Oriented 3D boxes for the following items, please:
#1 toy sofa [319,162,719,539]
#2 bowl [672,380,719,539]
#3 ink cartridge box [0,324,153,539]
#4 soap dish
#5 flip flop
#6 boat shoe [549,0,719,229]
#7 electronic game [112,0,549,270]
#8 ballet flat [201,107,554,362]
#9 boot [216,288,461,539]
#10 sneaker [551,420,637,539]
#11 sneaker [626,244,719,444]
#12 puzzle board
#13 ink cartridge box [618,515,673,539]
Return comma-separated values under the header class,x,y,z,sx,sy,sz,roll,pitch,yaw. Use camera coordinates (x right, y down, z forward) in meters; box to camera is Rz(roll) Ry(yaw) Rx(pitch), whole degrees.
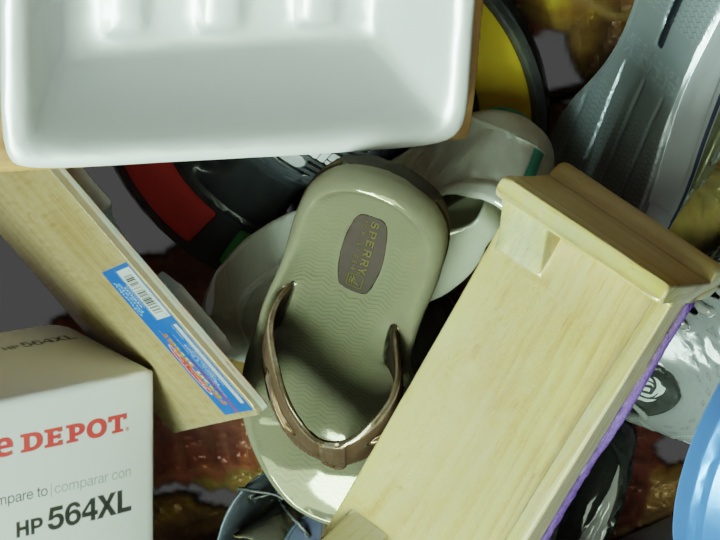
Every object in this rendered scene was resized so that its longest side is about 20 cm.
class,x,y,z,sx,sy,sz,roll,pitch,yaw
toy sofa,0.061,0.062,1.073,0.083,0.098,0.200,35,105,21
bowl,0.217,0.072,1.123,0.039,0.200,0.201,37,138,40
ink cartridge box,-0.172,0.138,1.182,0.084,0.146,0.200,21,115,50
soap dish,-0.052,-0.121,1.033,0.200,0.081,0.158,-5,121,-13
flip flop,-0.008,0.039,1.095,0.081,0.058,0.200,16,136,1
boat shoe,0.135,-0.070,1.105,0.062,0.072,0.200,-2,134,-33
electronic game,-0.018,-0.071,1.153,0.200,0.042,0.200,5,126,7
ballet flat,0.000,0.000,1.141,0.200,0.069,0.069,-33,113,32
boot,-0.006,0.102,1.208,0.075,0.097,0.200,26,110,44
sneaker,0.056,0.132,1.263,0.079,0.074,0.200,39,123,-10
sneaker,0.155,0.002,1.153,0.115,0.075,0.200,16,125,4
puzzle board,-0.122,-0.013,1.150,0.200,0.017,0.151,49,162,-7
ink cartridge box,0.207,0.203,1.281,0.136,0.076,0.200,-28,116,26
